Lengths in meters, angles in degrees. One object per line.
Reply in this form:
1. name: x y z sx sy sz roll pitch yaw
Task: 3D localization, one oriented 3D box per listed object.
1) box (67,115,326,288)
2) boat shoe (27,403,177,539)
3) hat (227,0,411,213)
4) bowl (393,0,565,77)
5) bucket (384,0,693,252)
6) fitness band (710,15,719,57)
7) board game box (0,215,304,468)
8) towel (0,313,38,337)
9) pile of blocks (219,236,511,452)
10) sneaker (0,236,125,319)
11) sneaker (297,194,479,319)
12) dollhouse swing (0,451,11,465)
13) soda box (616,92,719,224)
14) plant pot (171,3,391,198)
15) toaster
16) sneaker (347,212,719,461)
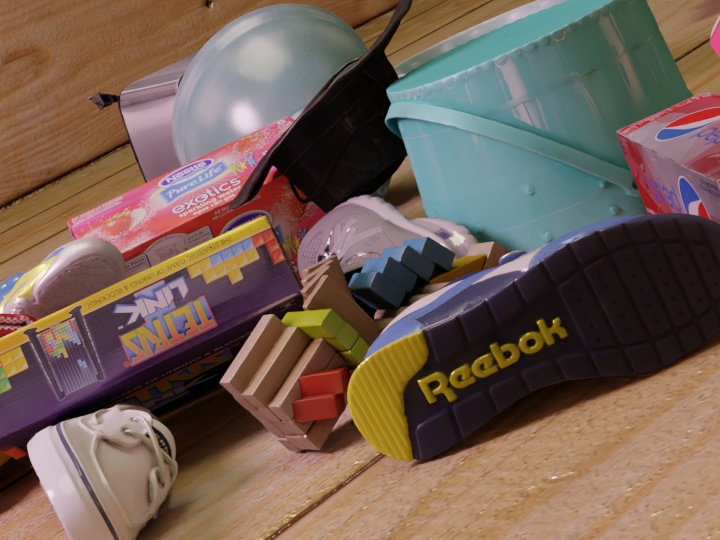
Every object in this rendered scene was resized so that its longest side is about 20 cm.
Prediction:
1. box: -0.110 -0.024 1.260 0.198 0.101 0.095 -27 32 -12
2. boat shoe: -0.131 0.100 0.869 0.066 0.074 0.200 -28 11 -7
3. hat: -0.001 -0.096 1.147 0.201 0.081 0.201 -50 3 3
4. bowl: 0.130 -0.161 1.430 0.199 0.106 0.201 -23 12 5
5. bucket: 0.119 -0.089 1.056 0.205 0.136 0.207 -24 10 4
6. fitness band: 0.245 -0.082 0.774 0.142 0.038 0.201 17 27 -17
7. board game box: -0.130 0.050 0.999 0.198 0.057 0.165 -25 -10 -5
8. towel: -0.270 0.046 1.040 0.143 0.023 0.200 1 -8 -9
9. pile of blocks: 0.020 0.024 0.889 0.199 0.083 0.062 -31 13 -32
10. sneaker: -0.236 0.023 1.193 0.200 0.075 0.106 -48 37 31
11. sneaker: 0.000 0.000 1.047 0.081 0.075 0.199 -27 12 -24
12. dollhouse swing: -0.336 0.097 1.097 0.176 0.182 0.200 -40 2 27
13. soda box: 0.197 -0.043 0.863 0.063 0.071 0.200 -24 13 0
14. plant pot: -0.050 -0.112 1.427 0.199 0.202 0.134 -26 39 -11
15. toaster: -0.134 -0.132 1.636 0.199 0.183 0.118 -32 15 -37
16. sneaker: 0.087 0.021 0.794 0.198 0.075 0.082 -21 10 10
